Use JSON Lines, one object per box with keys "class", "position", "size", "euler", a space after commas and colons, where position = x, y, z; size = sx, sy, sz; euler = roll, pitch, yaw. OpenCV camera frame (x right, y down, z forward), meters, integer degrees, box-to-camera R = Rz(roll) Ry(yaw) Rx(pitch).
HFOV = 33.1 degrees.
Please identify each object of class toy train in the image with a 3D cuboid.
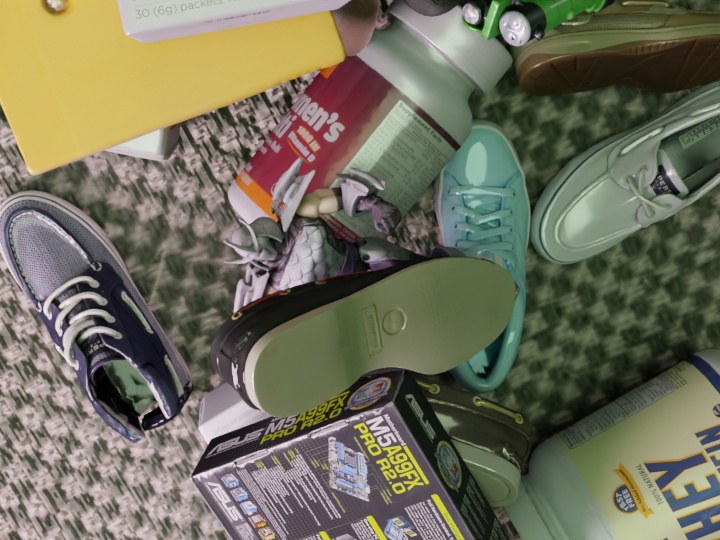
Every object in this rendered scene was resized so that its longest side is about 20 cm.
{"class": "toy train", "position": [0.142, -0.196, 0.814], "size": [0.056, 0.200, 0.042], "euler": [38, 139, 20]}

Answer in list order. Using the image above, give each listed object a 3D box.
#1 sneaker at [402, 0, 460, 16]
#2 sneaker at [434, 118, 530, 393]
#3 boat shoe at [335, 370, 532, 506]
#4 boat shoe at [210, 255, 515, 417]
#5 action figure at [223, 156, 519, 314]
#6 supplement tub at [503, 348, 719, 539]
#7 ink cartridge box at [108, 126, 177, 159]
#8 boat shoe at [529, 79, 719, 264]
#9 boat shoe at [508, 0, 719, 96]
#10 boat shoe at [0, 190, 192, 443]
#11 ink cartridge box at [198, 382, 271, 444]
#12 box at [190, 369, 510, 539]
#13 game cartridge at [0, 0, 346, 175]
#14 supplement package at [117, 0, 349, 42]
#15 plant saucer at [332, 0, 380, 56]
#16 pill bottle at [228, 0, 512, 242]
{"class": "sneaker", "position": [0.001, -0.248, 0.814], "size": [0.075, 0.115, 0.201], "euler": [-20, 85, -30]}
{"class": "sneaker", "position": [0.094, -0.007, 0.880], "size": [0.073, 0.082, 0.202], "euler": [-4, 100, -5]}
{"class": "boat shoe", "position": [0.020, 0.092, 0.818], "size": [0.199, 0.072, 0.060], "euler": [22, 55, 4]}
{"class": "boat shoe", "position": [0.006, 0.030, 0.728], "size": [0.200, 0.063, 0.074], "euler": [-16, 113, -31]}
{"class": "action figure", "position": [0.000, 0.000, 0.781], "size": [0.199, 0.070, 0.131], "euler": [14, 118, -33]}
{"class": "supplement tub", "position": [0.214, 0.164, 0.888], "size": [0.199, 0.145, 0.146], "euler": [-30, 101, 1]}
{"class": "ink cartridge box", "position": [-0.148, -0.183, 0.789], "size": [0.083, 0.145, 0.202], "euler": [9, 99, -7]}
{"class": "boat shoe", "position": [0.212, -0.072, 0.885], "size": [0.200, 0.065, 0.074], "euler": [-39, 105, 3]}
{"class": "boat shoe", "position": [0.198, -0.170, 0.863], "size": [0.199, 0.071, 0.065], "euler": [-6, 66, -21]}
{"class": "boat shoe", "position": [-0.190, 0.031, 0.858], "size": [0.075, 0.093, 0.200], "euler": [-38, 101, 3]}
{"class": "ink cartridge box", "position": [-0.008, 0.151, 0.898], "size": [0.145, 0.084, 0.201], "euler": [-31, 101, 0]}
{"class": "box", "position": [0.007, 0.177, 0.799], "size": [0.159, 0.044, 0.201], "euler": [-23, 109, 24]}
{"class": "game cartridge", "position": [-0.128, -0.171, 0.698], "size": [0.199, 0.032, 0.177], "euler": [-20, 101, -4]}
{"class": "supplement package", "position": [-0.079, -0.227, 0.617], "size": [0.120, 0.120, 0.202], "euler": [-11, 99, -4]}
{"class": "plant saucer", "position": [-0.041, -0.232, 0.768], "size": [0.032, 0.200, 0.202], "euler": [-19, 101, -17]}
{"class": "pill bottle", "position": [0.008, -0.096, 0.843], "size": [0.109, 0.110, 0.200], "euler": [38, 95, -10]}
